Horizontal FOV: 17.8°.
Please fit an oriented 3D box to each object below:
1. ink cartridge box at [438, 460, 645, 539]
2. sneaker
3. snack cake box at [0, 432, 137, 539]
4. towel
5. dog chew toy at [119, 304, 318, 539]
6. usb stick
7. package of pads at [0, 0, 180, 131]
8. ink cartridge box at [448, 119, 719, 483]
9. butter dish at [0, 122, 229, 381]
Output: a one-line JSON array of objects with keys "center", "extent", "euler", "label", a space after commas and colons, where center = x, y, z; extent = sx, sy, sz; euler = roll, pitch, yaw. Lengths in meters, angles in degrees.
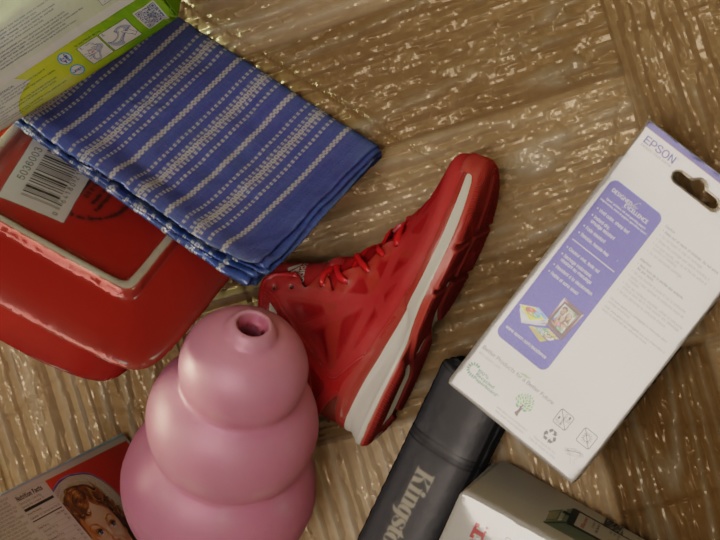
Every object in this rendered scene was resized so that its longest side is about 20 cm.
[{"center": [0.128, 0.231, 1.400], "extent": [0.199, 0.084, 0.147], "euler": [28, 108, 15], "label": "ink cartridge box"}, {"center": [0.000, 0.000, 1.418], "extent": [0.115, 0.078, 0.201], "euler": [29, 106, 13], "label": "sneaker"}, {"center": [-0.179, 0.186, 1.447], "extent": [0.067, 0.200, 0.115], "euler": [-44, 82, 22], "label": "snack cake box"}, {"center": [-0.101, -0.086, 1.416], "extent": [0.199, 0.145, 0.024], "euler": [34, 143, 13], "label": "towel"}, {"center": [-0.081, 0.100, 1.412], "extent": [0.124, 0.125, 0.201], "euler": [28, 136, 15], "label": "dog chew toy"}, {"center": [0.038, 0.147, 1.449], "extent": [0.055, 0.033, 0.201], "euler": [29, 108, 13], "label": "usb stick"}, {"center": [-0.178, -0.187, 1.396], "extent": [0.154, 0.201, 0.068], "euler": [-30, 121, 22], "label": "package of pads"}, {"center": [0.151, 0.019, 1.372], "extent": [0.099, 0.039, 0.200], "euler": [39, 99, 10], "label": "ink cartridge box"}, {"center": [-0.178, -0.009, 1.448], "extent": [0.199, 0.200, 0.148], "euler": [29, 139, 8], "label": "butter dish"}]
